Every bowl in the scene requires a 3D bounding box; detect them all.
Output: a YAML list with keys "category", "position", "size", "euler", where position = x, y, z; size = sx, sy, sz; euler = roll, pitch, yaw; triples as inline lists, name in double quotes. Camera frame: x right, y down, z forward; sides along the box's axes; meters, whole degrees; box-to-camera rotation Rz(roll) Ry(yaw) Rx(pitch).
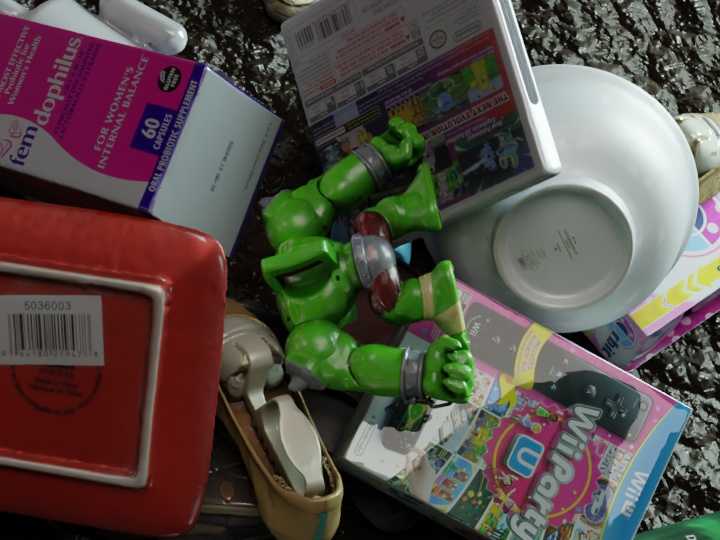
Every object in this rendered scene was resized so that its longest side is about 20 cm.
- category: "bowl"
  position: [0.138, -0.034, 1.335]
  size: [0.200, 0.202, 0.090]
  euler: [15, 24, -5]

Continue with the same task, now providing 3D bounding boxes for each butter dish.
- category: "butter dish"
  position: [-0.177, 0.049, 1.248]
  size: [0.199, 0.201, 0.148]
  euler: [8, 12, 7]

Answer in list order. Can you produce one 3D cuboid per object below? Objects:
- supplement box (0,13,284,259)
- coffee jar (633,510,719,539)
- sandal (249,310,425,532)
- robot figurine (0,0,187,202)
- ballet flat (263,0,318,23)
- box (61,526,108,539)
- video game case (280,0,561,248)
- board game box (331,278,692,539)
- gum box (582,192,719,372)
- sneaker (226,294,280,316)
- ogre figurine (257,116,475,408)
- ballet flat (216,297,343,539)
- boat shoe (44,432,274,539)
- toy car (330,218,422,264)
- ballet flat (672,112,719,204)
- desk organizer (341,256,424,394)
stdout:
- category: "supplement box"
  position: [-0.168, -0.090, 1.265]
  size: [0.199, 0.103, 0.102]
  euler: [16, 82, 33]
- category: "coffee jar"
  position: [0.274, 0.208, 1.347]
  size: [0.199, 0.085, 0.105]
  euler: [-18, 65, -23]
- category: "sandal"
  position: [-0.025, 0.098, 1.328]
  size: [0.200, 0.043, 0.076]
  euler: [40, 85, -4]
- category: "robot figurine"
  position: [-0.197, -0.121, 1.414]
  size: [0.200, 0.113, 0.170]
  euler: [35, 96, 8]
- category: "ballet flat"
  position: [-0.019, -0.278, 1.593]
  size: [0.067, 0.046, 0.200]
  euler: [30, 57, 6]
- category: "box"
  position: [-0.121, 0.237, 1.174]
  size: [0.161, 0.049, 0.200]
  euler: [23, 12, -8]
- category: "video game case"
  position: [0.036, -0.120, 1.316]
  size: [0.023, 0.200, 0.183]
  euler: [-9, 80, -44]
- category: "board game box"
  position: [0.101, 0.112, 1.306]
  size: [0.199, 0.064, 0.148]
  euler: [29, 76, -5]
- category: "gum box"
  position: [0.242, -0.021, 1.489]
  size: [0.200, 0.066, 0.114]
  euler: [-31, 69, -27]
- category: "sneaker"
  position: [-0.136, 0.049, 1.364]
  size: [0.199, 0.075, 0.080]
  euler: [11, 79, -8]
- category: "ogre figurine"
  position: [0.000, 0.000, 1.248]
  size: [0.119, 0.098, 0.201]
  euler: [-12, 81, 3]
- category: "ballet flat"
  position: [-0.059, 0.084, 1.253]
  size: [0.068, 0.063, 0.201]
  euler: [-15, 61, -26]
- category: "boat shoe"
  position: [-0.113, 0.156, 1.291]
  size: [0.199, 0.074, 0.075]
  euler: [3, 37, -1]
- category: "toy car"
  position: [0.063, -0.113, 1.415]
  size: [0.176, 0.200, 0.185]
  euler: [7, 58, 0]
- category: "ballet flat"
  position: [0.225, -0.075, 1.439]
  size: [0.200, 0.065, 0.071]
  euler: [-35, 69, -29]
- category: "desk organizer"
  position: [0.071, 0.078, 1.386]
  size: [0.199, 0.072, 0.077]
  euler: [32, 59, 7]
